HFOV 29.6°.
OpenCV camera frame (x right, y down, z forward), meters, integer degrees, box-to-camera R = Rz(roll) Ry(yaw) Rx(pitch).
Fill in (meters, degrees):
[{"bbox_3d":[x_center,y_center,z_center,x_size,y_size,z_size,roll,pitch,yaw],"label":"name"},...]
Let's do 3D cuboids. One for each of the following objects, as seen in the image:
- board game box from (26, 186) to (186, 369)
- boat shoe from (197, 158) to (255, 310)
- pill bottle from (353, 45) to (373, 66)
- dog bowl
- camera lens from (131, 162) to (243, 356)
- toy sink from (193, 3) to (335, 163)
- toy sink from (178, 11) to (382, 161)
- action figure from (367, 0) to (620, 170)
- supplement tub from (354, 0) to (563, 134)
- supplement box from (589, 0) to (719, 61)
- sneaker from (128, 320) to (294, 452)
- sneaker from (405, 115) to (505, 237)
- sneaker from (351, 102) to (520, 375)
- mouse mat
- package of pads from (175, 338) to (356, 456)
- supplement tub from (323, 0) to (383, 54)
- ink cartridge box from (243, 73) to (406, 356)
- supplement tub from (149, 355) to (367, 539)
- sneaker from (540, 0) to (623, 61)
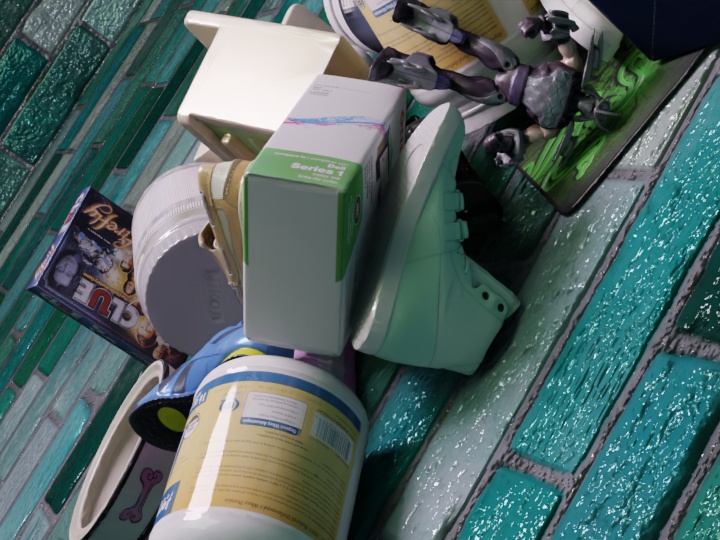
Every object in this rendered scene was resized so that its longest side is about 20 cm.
[{"bbox_3d":[-0.269,0.016,1.585,0.034,0.199,0.137,-13,47,55],"label":"board game box"},{"bbox_3d":[-0.100,-0.025,1.156,0.201,0.075,0.072,87,-162,-50],"label":"boat shoe"},{"bbox_3d":[-0.027,-0.153,1.450,0.111,0.111,0.201,-39,28,33],"label":"pill bottle"},{"bbox_3d":[-0.214,0.195,1.369,0.201,0.073,0.201,-54,18,26],"label":"dog bowl"},{"bbox_3d":[-0.166,-0.015,1.475,0.160,0.159,0.200,-49,23,13],"label":"camera lens"},{"bbox_3d":[-0.088,-0.183,1.588,0.112,0.130,0.202,-25,38,50],"label":"toy sink"},{"bbox_3d":[-0.085,-0.153,1.286,0.198,0.130,0.113,17,75,35],"label":"toy sink"},{"bbox_3d":[0.112,-0.153,1.091,0.069,0.198,0.132,-26,-45,-75],"label":"action figure"},{"bbox_3d":[0.079,-0.235,1.199,0.144,0.201,0.145,-31,12,8],"label":"supplement tub"},{"bbox_3d":[0.276,-0.293,1.009,0.199,0.134,0.201,-9,48,58],"label":"supplement box"},{"bbox_3d":[-0.124,0.096,1.185,0.199,0.066,0.079,-32,23,39],"label":"sneaker"},{"bbox_3d":[0.061,-0.084,1.184,0.075,0.089,0.200,-16,19,-14],"label":"sneaker"},{"bbox_3d":[0.073,-0.020,1.056,0.074,0.117,0.203,177,110,-72],"label":"sneaker"},{"bbox_3d":[0.206,-0.147,1.120,0.201,0.007,0.161,-52,23,11],"label":"mouse mat"},{"bbox_3d":[-0.086,0.132,1.230,0.200,0.075,0.121,-44,22,24],"label":"package of pads"},{"bbox_3d":[0.054,-0.303,1.455,0.141,0.140,0.199,-59,23,-10],"label":"supplement tub"},{"bbox_3d":[-0.025,-0.050,1.091,0.201,0.083,0.146,-63,-21,-57],"label":"ink cartridge box"},{"bbox_3d":[-0.079,0.183,1.038,0.144,0.144,0.201,-34,31,40],"label":"supplement tub"},{"bbox_3d":[0.213,-0.262,1.160,0.116,0.073,0.201,-48,19,26],"label":"sneaker"}]
